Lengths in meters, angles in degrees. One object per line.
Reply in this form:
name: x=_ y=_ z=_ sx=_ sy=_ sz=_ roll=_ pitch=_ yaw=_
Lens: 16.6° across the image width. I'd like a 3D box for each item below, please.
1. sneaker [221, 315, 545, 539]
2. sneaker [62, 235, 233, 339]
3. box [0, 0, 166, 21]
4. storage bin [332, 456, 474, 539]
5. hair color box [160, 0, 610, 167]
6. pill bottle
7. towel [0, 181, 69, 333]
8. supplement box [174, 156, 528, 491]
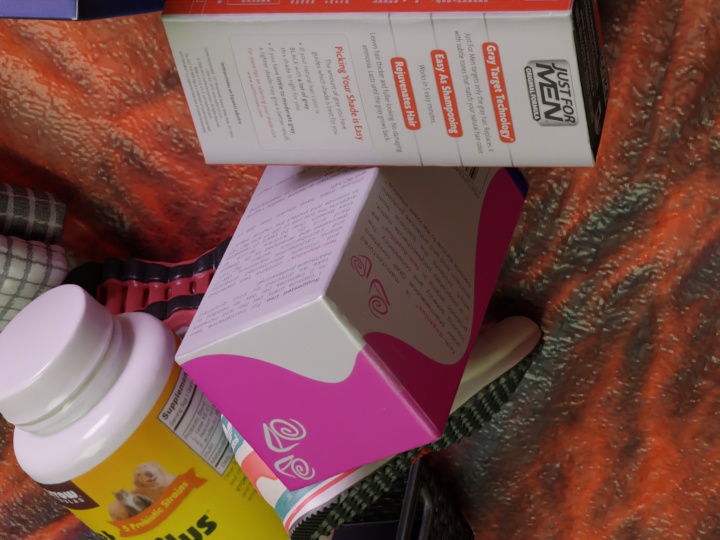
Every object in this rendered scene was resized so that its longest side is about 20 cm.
sneaker: x=0.012 y=0.060 z=1.327 sx=0.093 sy=0.200 sz=0.070 roll=48 pitch=148 yaw=13
sneaker: x=-0.076 y=0.028 z=1.406 sx=0.199 sy=0.074 sz=0.087 roll=-4 pitch=151 yaw=18
box: x=-0.167 y=-0.141 z=1.204 sx=0.121 sy=0.200 sz=0.033 roll=3 pitch=98 yaw=17
storage bin: x=-0.046 y=0.182 z=1.452 sx=0.199 sy=0.136 sz=0.094 roll=-7 pitch=138 yaw=24
hair color box: x=0.014 y=-0.105 z=1.189 sx=0.199 sy=0.061 sz=0.102 roll=2 pitch=137 yaw=16
pill bottle: x=-0.111 y=0.099 z=1.338 sx=0.109 sy=0.109 sz=0.200 roll=-25 pitch=124 yaw=33
towel: x=-0.275 y=0.015 z=1.409 sx=0.165 sy=0.086 sz=0.200 roll=10 pitch=142 yaw=-28
supplement box: x=0.000 y=0.000 z=1.253 sx=0.103 sy=0.200 sz=0.101 roll=-23 pitch=118 yaw=32
